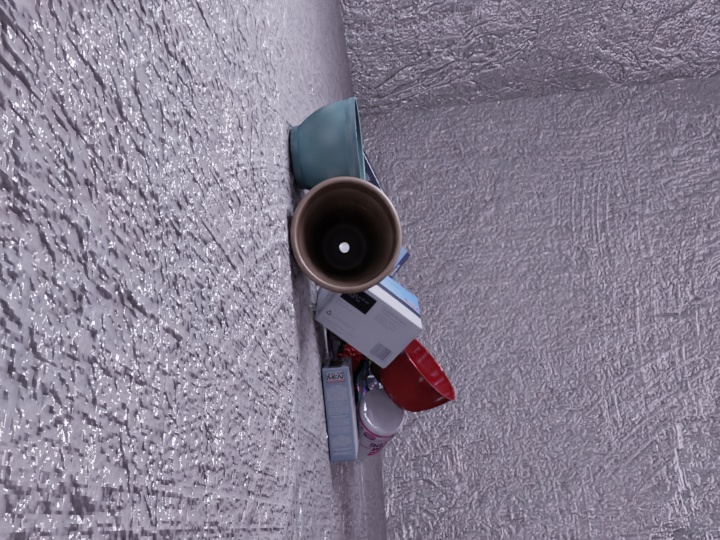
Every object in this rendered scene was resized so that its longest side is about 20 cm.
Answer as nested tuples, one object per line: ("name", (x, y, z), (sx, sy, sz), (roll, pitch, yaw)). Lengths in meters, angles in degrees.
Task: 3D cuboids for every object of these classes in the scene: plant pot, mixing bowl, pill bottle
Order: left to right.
("plant pot", (-0.063, -0.225, 1.183), (0.200, 0.131, 0.205), (-6, 90, -86))
("plant pot", (-0.030, -0.054, 1.130), (0.175, 0.196, 0.205), (130, -45, -83))
("pill bottle", (0.024, 0.375, 1.462), (0.201, 0.111, 0.115), (117, -24, -50))
("mixing bowl", (0.115, 0.248, 1.397), (0.200, 0.108, 0.201), (45, 12, -12))

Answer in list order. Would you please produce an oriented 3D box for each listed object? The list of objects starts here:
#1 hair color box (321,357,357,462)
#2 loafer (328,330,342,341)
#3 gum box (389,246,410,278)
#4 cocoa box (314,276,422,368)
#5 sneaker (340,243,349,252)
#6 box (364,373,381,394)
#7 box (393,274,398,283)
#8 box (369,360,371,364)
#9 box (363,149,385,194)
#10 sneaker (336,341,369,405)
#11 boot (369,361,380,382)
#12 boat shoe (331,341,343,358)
("hair color box", (-0.043, 0.303, 1.340), (0.099, 0.059, 0.205), (-58, 144, -85))
("loafer", (-0.043, 0.097, 1.512), (0.201, 0.071, 0.072), (-89, 172, -66))
("gum box", (0.042, 0.012, 1.619), (0.044, 0.171, 0.200), (41, -7, -9))
("cocoa box", (0.017, 0.081, 1.314), (0.199, 0.134, 0.132), (36, 22, -16))
("sneaker", (-0.068, -0.079, 1.426), (0.200, 0.080, 0.090), (-105, -175, -74))
("box", (0.010, 0.344, 1.686), (0.133, 0.112, 0.204), (79, 6, -59))
("box", (0.015, -0.058, 1.811), (0.106, 0.180, 0.203), (-93, 176, -59))
("box", (-0.006, 0.150, 1.618), (0.200, 0.047, 0.123), (48, -15, 55))
("box", (-0.018, -0.246, 1.624), (0.203, 0.116, 0.197), (62, 5, -3))
("sneaker", (-0.016, 0.239, 1.515), (0.095, 0.078, 0.204), (-32, 134, -69))
("boot", (0.069, 0.177, 1.519), (0.202, 0.069, 0.148), (74, 29, -45))
("boat shoe", (-0.032, 0.211, 1.577), (0.074, 0.067, 0.202), (-91, 175, -46))
